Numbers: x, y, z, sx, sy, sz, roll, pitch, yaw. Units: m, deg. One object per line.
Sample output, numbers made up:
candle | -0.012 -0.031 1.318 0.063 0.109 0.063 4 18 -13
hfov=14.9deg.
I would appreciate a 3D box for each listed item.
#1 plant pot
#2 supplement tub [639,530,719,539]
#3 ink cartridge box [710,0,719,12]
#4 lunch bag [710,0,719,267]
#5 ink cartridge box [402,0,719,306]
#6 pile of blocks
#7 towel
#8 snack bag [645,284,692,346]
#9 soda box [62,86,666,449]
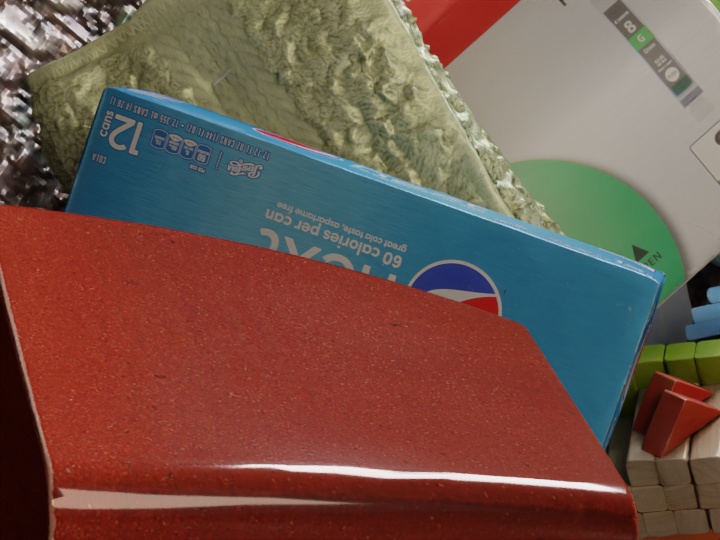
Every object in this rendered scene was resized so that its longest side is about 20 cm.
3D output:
plant pot | -0.022 0.105 0.842 0.176 0.200 0.200 -1 113 -13
supplement tub | 0.204 0.152 1.073 0.200 0.122 0.123 43 59 -22
ink cartridge box | 0.124 -0.149 1.092 0.048 0.200 0.146 20 59 -67
lunch bag | 0.186 -0.102 1.170 0.160 0.077 0.201 -6 79 -34
ink cartridge box | 0.052 -0.066 1.027 0.161 0.050 0.200 -41 106 2
pile of blocks | 0.140 0.020 1.042 0.200 0.082 0.062 -44 130 -39
towel | -0.018 -0.021 1.000 0.148 0.036 0.200 -34 88 7
snack bag | 0.066 0.061 1.091 0.200 0.021 0.189 -7 80 -34
soda box | 0.000 0.000 0.948 0.200 0.064 0.068 20 95 7
